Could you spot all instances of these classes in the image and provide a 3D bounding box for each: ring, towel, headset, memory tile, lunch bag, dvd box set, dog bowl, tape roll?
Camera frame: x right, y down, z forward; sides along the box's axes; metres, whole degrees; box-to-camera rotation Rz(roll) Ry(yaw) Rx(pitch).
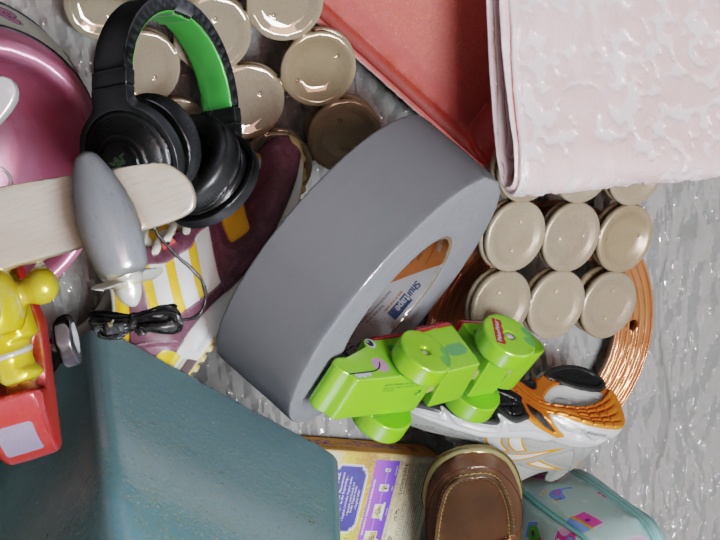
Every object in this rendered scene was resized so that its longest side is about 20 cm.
[{"bbox_3d":[0.127,0.046,1.445,0.199,0.019,0.202,-9,110,-26],"label":"ring"},{"bbox_3d":[0.169,-0.150,1.329,0.199,0.032,0.192,-6,94,-34],"label":"towel"},{"bbox_3d":[-0.124,-0.061,1.184,0.123,0.094,0.201,15,69,-60],"label":"headset"},{"bbox_3d":[0.147,-0.049,1.386,0.153,0.017,0.201,-1,108,-34],"label":"memory tile"},{"bbox_3d":[0.163,0.257,1.446,0.077,0.160,0.201,-11,109,-26],"label":"lunch bag"},{"bbox_3d":[-0.083,-0.128,1.253,0.153,0.017,0.201,-26,118,-1],"label":"memory tile"},{"bbox_3d":[-0.049,0.187,1.382,0.199,0.029,0.147,6,103,-31],"label":"dvd box set"},{"bbox_3d":[-0.238,-0.061,1.175,0.199,0.074,0.201,-9,109,-27],"label":"dog bowl"},{"bbox_3d":[0.000,0.000,1.261,0.200,0.066,0.200,-45,166,-15],"label":"tape roll"}]

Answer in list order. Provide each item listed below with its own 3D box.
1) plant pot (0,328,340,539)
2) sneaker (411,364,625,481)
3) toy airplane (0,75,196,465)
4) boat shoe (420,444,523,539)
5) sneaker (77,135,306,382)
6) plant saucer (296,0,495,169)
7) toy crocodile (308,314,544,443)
[{"bbox_3d":[-0.129,0.195,1.195,0.195,0.200,0.197,31,108,-22],"label":"plant pot"},{"bbox_3d":[0.087,0.112,1.386,0.199,0.076,0.092,12,128,-30],"label":"sneaker"},{"bbox_3d":[-0.214,-0.006,1.078,0.198,0.141,0.201,29,105,-13],"label":"toy airplane"},{"bbox_3d":[0.081,0.200,1.392,0.072,0.068,0.201,-4,136,-3],"label":"boat shoe"},{"bbox_3d":[-0.112,-0.010,1.250,0.090,0.075,0.201,31,97,-17],"label":"sneaker"},{"bbox_3d":[0.071,-0.203,1.326,0.200,0.037,0.200,39,85,-33],"label":"plant saucer"},{"bbox_3d":[0.046,0.061,1.281,0.199,0.062,0.068,-8,139,-42],"label":"toy crocodile"}]
